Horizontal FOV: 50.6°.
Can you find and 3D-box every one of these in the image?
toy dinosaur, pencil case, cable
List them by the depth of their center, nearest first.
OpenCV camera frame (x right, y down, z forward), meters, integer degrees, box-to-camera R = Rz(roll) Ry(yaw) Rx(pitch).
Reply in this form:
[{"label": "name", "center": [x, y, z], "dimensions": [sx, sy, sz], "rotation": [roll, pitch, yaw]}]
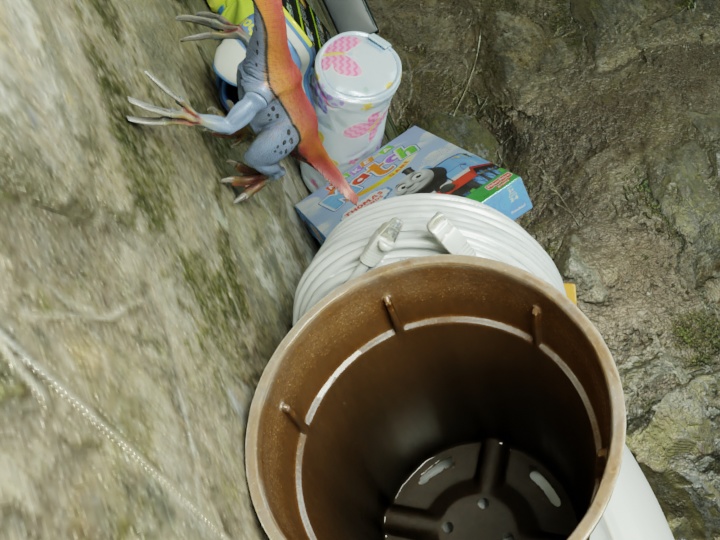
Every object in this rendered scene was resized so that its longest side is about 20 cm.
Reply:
[{"label": "toy dinosaur", "center": [-0.060, -0.132, 0.510], "dimensions": [0.181, 0.198, 0.106], "rotation": [-42, -127, 54]}, {"label": "cable", "center": [0.049, 0.038, 0.550], "dimensions": [0.199, 0.199, 0.070], "rotation": [35, 41, -24]}, {"label": "pencil case", "center": [-0.012, -0.149, 0.779], "dimensions": [0.083, 0.090, 0.200], "rotation": [48, -21, 14]}]

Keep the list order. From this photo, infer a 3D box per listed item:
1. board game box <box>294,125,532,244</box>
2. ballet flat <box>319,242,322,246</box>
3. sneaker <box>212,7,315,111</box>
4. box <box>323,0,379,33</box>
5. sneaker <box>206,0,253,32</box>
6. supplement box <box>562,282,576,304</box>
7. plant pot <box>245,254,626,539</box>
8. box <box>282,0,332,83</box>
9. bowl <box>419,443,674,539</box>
[{"label": "board game box", "center": [0.037, -0.057, 0.685], "dimensions": [0.037, 0.151, 0.200], "rotation": [59, -8, -29]}, {"label": "ballet flat", "center": [0.000, 0.000, 0.749], "dimensions": [0.069, 0.071, 0.201], "rotation": [44, 23, -46]}, {"label": "sneaker", "center": [-0.089, -0.159, 0.682], "dimensions": [0.074, 0.082, 0.200], "rotation": [46, -13, 12]}, {"label": "box", "center": [-0.024, -0.741, 2.213], "dimensions": [0.200, 0.106, 0.150], "rotation": [-79, 144, -74]}, {"label": "sneaker", "center": [-0.128, -0.293, 0.801], "dimensions": [0.105, 0.075, 0.202], "rotation": [73, 4, -71]}, {"label": "supplement box", "center": [0.139, 0.051, 0.765], "dimensions": [0.200, 0.066, 0.070], "rotation": [168, -77, -72]}, {"label": "plant pot", "center": [0.057, 0.130, 0.465], "dimensions": [0.199, 0.198, 0.202], "rotation": [66, 6, -50]}, {"label": "box", "center": [-0.072, -0.261, 0.960], "dimensions": [0.193, 0.047, 0.202], "rotation": [34, 40, -60]}, {"label": "bowl", "center": [0.127, 0.206, 0.569], "dimensions": [0.075, 0.198, 0.201], "rotation": [51, 17, -49]}]
